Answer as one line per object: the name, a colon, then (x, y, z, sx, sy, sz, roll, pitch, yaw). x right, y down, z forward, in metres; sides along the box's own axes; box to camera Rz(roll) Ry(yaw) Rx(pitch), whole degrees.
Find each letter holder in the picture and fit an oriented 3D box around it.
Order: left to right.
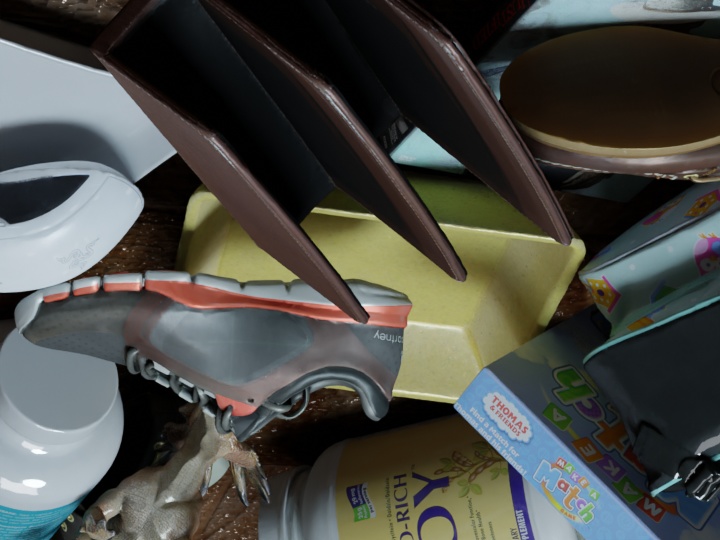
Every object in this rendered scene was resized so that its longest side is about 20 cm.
letter holder: (-0.002, -0.051, 1.082, 0.101, 0.142, 0.200, -48, 149, -6)

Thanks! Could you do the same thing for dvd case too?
dvd case: (0.117, -0.095, 1.186, 0.145, 0.022, 0.200, 9, 149, -26)

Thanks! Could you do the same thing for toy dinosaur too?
toy dinosaur: (-0.122, 0.149, 1.430, 0.086, 0.136, 0.200, 45, 114, -9)

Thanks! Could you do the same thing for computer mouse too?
computer mouse: (-0.202, -0.009, 1.204, 0.199, 0.044, 0.110, -11, 153, 11)

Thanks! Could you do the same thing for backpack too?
backpack: (0.218, 0.015, 1.256, 0.175, 0.154, 0.200, -31, 169, 34)

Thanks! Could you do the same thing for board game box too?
board game box: (0.156, 0.086, 1.314, 0.200, 0.151, 0.037, -26, 157, -55)

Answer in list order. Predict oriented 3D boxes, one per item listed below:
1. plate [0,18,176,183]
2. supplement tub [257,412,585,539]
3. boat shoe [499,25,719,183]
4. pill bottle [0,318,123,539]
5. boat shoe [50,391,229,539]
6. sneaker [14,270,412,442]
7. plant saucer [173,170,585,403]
plate: (-0.197, -0.069, 1.168, 0.199, 0.033, 0.199, 15, 148, -36)
supplement tub: (0.051, 0.165, 1.551, 0.199, 0.146, 0.145, -15, 152, 18)
boat shoe: (0.160, -0.070, 1.139, 0.199, 0.071, 0.070, -3, 149, -4)
pill bottle: (-0.202, 0.098, 1.413, 0.110, 0.111, 0.200, 8, 151, -24)
boat shoe: (-0.155, 0.131, 1.535, 0.060, 0.072, 0.201, 15, 139, -35)
sneaker: (-0.075, 0.043, 1.235, 0.199, 0.083, 0.077, 2, 177, 4)
plant saucer: (0.000, 0.000, 1.304, 0.199, 0.049, 0.200, 7, 152, -8)
